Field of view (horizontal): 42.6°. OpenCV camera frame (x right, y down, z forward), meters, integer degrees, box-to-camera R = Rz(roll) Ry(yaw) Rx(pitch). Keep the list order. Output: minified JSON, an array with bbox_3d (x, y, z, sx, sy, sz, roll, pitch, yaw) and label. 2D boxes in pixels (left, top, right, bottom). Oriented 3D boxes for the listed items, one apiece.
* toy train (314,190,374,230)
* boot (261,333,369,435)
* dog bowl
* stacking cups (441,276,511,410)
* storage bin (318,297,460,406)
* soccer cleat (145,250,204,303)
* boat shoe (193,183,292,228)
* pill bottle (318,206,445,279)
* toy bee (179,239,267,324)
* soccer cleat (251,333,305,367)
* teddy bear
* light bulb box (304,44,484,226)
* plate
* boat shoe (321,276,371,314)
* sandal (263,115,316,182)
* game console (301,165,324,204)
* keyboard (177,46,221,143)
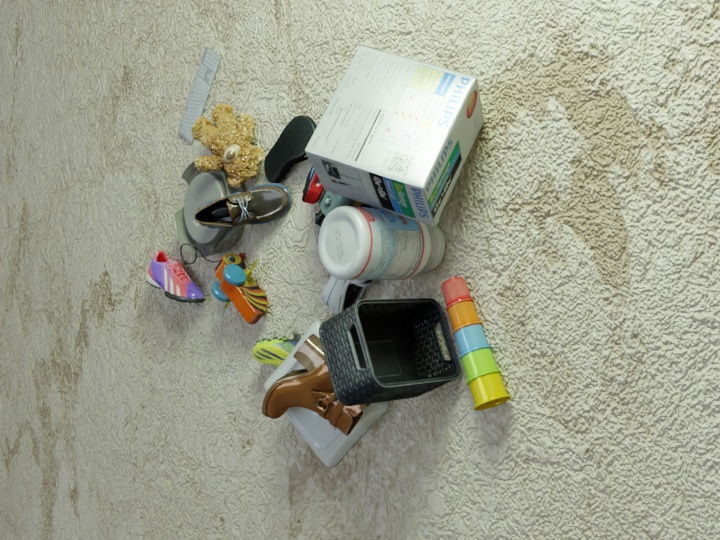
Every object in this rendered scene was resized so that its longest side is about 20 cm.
[{"bbox_3d":[-0.004,-0.142,1.544,0.086,0.113,0.201,53,125,32],"label":"toy train"},{"bbox_3d":[-0.074,0.225,1.568,0.154,0.074,0.201,42,124,11],"label":"boot"},{"bbox_3d":[-0.307,-0.127,1.900,0.199,0.058,0.203,-1,89,47],"label":"dog bowl"},{"bbox_3d":[0.171,0.106,1.401,0.060,0.060,0.203,-31,66,41],"label":"stacking cups"},{"bbox_3d":[0.046,0.124,1.427,0.093,0.198,0.137,-31,68,40],"label":"storage bin"},{"bbox_3d":[-0.398,0.017,1.991,0.199,0.068,0.074,24,103,46],"label":"soccer cleat"},{"bbox_3d":[-0.227,-0.114,1.764,0.197,0.072,0.073,-15,96,20],"label":"boat shoe"},{"bbox_3d":[0.038,-0.041,1.438,0.108,0.198,0.111,0,90,45],"label":"pill bottle"},{"bbox_3d":[-0.243,0.006,1.818,0.130,0.109,0.202,-24,97,34],"label":"toy bee"},{"bbox_3d":[-0.136,0.163,1.715,0.199,0.064,0.085,-12,83,45],"label":"soccer cleat"},{"bbox_3d":[-0.268,-0.257,1.827,0.143,0.067,0.202,-17,55,1],"label":"teddy bear"},{"bbox_3d":[0.055,-0.202,1.381,0.198,0.125,0.200,20,73,22],"label":"light bulb box"},{"bbox_3d":[-0.071,0.224,1.627,0.200,0.032,0.200,48,123,13],"label":"plate"},{"bbox_3d":[0.000,0.000,1.579,0.065,0.073,0.201,49,133,29],"label":"boat shoe"},{"bbox_3d":[-0.121,-0.229,1.724,0.200,0.047,0.076,-33,67,55],"label":"sandal"},{"bbox_3d":[-0.055,-0.222,1.583,0.177,0.031,0.202,-102,35,-69],"label":"game console"},{"bbox_3d":[-0.345,-0.375,1.976,0.056,0.011,0.202,43,119,38],"label":"keyboard"}]
